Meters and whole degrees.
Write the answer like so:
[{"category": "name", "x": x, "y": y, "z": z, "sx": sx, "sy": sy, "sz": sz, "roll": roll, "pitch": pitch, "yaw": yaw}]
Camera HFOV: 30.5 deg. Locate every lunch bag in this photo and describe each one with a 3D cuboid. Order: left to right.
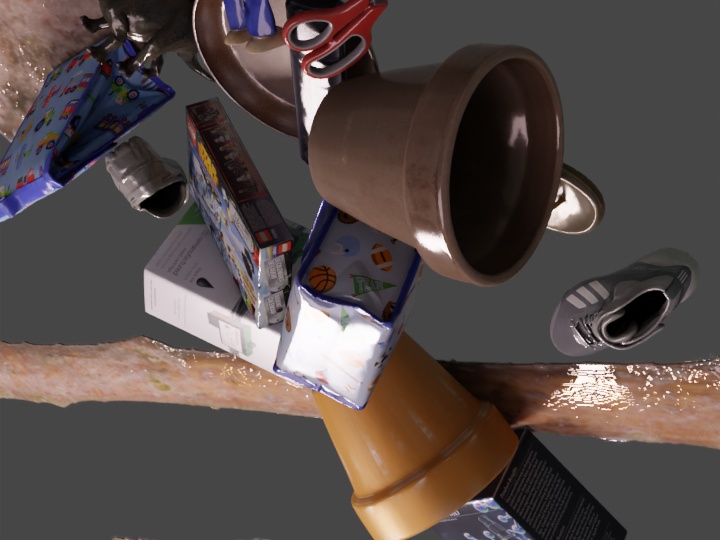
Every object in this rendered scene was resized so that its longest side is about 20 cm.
[{"category": "lunch bag", "x": -0.309, "y": -0.133, "z": 1.361, "sx": 0.150, "sy": 0.201, "sz": 0.094, "roll": -16, "pitch": 124, "yaw": 48}, {"category": "lunch bag", "x": 0.000, "y": 0.000, "z": 1.283, "sx": 0.123, "sy": 0.201, "sz": 0.170, "roll": 24, "pitch": 146, "yaw": 2}]

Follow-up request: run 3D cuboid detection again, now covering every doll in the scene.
[{"category": "doll", "x": -0.112, "y": -0.289, "z": 1.110, "sx": 0.136, "sy": 0.048, "sz": 0.201, "roll": 30, "pitch": 138, "yaw": 50}]

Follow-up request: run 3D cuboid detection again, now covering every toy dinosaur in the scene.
[{"category": "toy dinosaur", "x": -0.199, "y": -0.235, "z": 1.255, "sx": 0.102, "sy": 0.077, "sz": 0.200, "roll": -40, "pitch": 123, "yaw": 21}]

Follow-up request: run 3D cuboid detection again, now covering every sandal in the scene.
[{"category": "sandal", "x": 0.127, "y": -0.076, "z": 1.217, "sx": 0.199, "sy": 0.054, "sz": 0.081, "roll": 24, "pitch": 145, "yaw": 12}]

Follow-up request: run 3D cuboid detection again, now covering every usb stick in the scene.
[{"category": "usb stick", "x": -0.036, "y": -0.169, "z": 1.197, "sx": 0.055, "sy": 0.033, "sz": 0.201, "roll": 12, "pitch": 141, "yaw": 12}]

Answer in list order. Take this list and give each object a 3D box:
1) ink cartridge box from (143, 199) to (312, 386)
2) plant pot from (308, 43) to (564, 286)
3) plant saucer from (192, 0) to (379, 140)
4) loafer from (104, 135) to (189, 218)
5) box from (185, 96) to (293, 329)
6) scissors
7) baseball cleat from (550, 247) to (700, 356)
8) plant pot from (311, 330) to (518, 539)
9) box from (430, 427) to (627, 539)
[{"category": "ink cartridge box", "x": -0.114, "y": 0.014, "z": 1.439, "sx": 0.199, "sy": 0.147, "sz": 0.085, "roll": 24, "pitch": 144, "yaw": 11}, {"category": "plant pot", "x": 0.053, "y": -0.097, "z": 1.126, "sx": 0.174, "sy": 0.201, "sz": 0.201, "roll": 11, "pitch": 141, "yaw": 34}, {"category": "plant saucer", "x": -0.064, "y": -0.205, "z": 1.230, "sx": 0.199, "sy": 0.032, "sz": 0.201, "roll": 21, "pitch": 144, "yaw": 15}, {"category": "loafer", "x": -0.218, "y": -0.085, "z": 1.403, "sx": 0.070, "sy": 0.070, "sz": 0.200, "roll": 56, "pitch": -177, "yaw": 9}, {"category": "box", "x": -0.125, "y": -0.059, "z": 1.352, "sx": 0.137, "sy": 0.040, "sz": 0.201, "roll": 97, "pitch": 150, "yaw": -54}, {"category": "scissors", "x": 0.020, "y": -0.228, "z": 1.100, "sx": 0.199, "sy": 0.014, "sz": 0.073, "roll": -31, "pitch": 133, "yaw": 23}, {"category": "baseball cleat", "x": 0.229, "y": 0.043, "z": 1.240, "sx": 0.070, "sy": 0.106, "sz": 0.200, "roll": 47, "pitch": 140, "yaw": 1}, {"category": "plant pot", "x": 0.046, "y": 0.173, "z": 1.490, "sx": 0.184, "sy": 0.200, "sz": 0.200, "roll": 55, "pitch": 143, "yaw": -4}, {"category": "box", "x": 0.193, "y": 0.301, "z": 1.587, "sx": 0.200, "sy": 0.107, "sz": 0.148, "roll": 45, "pitch": 144, "yaw": -17}]
